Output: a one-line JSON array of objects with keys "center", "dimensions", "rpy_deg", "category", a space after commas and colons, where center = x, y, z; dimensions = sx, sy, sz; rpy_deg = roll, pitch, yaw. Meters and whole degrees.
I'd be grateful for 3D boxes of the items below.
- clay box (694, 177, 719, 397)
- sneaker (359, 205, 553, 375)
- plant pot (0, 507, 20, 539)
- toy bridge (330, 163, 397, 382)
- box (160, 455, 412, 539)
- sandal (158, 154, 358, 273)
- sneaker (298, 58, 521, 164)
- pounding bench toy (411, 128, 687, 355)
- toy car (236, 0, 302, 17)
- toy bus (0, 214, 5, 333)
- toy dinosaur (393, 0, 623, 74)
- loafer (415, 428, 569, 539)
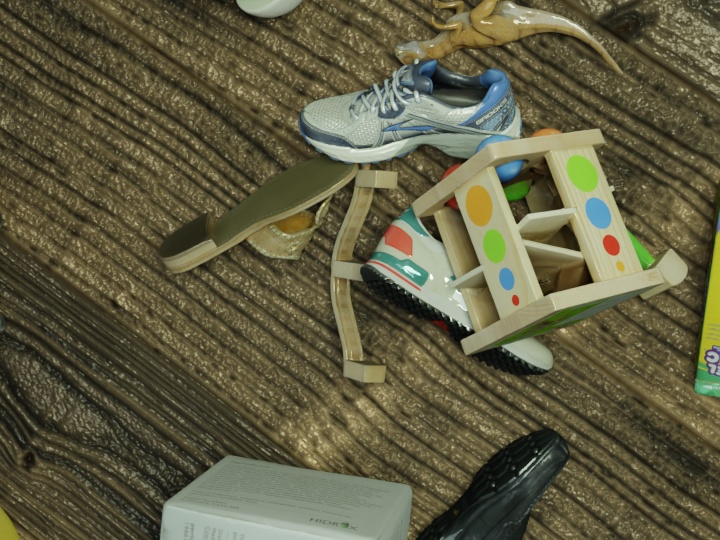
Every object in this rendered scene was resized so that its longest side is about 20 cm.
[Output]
[{"center": [0.350, 0.027, 0.901], "dimensions": [0.115, 0.048, 0.201], "rpy_deg": [6, 108, 14], "category": "clay box"}, {"center": [0.102, 0.016, 0.956], "dimensions": [0.200, 0.070, 0.094], "rpy_deg": [31, 74, -10], "category": "sneaker"}, {"center": [-0.469, 0.328, 1.067], "dimensions": [0.200, 0.189, 0.201], "rpy_deg": [1, 96, 12], "category": "plant pot"}, {"center": [0.000, 0.000, 0.992], "dimensions": [0.067, 0.027, 0.201], "rpy_deg": [8, 96, 52], "category": "toy bridge"}, {"center": [-0.070, 0.296, 0.979], "dimensions": [0.199, 0.171, 0.200], "rpy_deg": [8, 97, 13], "category": "box"}, {"center": [-0.084, -0.037, 1.013], "dimensions": [0.211, 0.078, 0.070], "rpy_deg": [-24, 123, 12], "category": "sandal"}, {"center": [0.042, -0.150, 0.943], "dimensions": [0.199, 0.085, 0.077], "rpy_deg": [-2, 54, 7], "category": "sneaker"}, {"center": [0.171, -0.038, 0.907], "dimensions": [0.124, 0.200, 0.156], "rpy_deg": [-36, 70, 55], "category": "pounding bench toy"}, {"center": [-0.101, -0.341, 0.946], "dimensions": [0.200, 0.175, 0.150], "rpy_deg": [-47, 50, 13], "category": "toy car"}, {"center": [-0.414, -0.011, 1.084], "dimensions": [0.078, 0.065, 0.201], "rpy_deg": [2, 96, 13], "category": "toy bus"}, {"center": [0.129, -0.224, 0.950], "dimensions": [0.199, 0.060, 0.106], "rpy_deg": [-3, 119, 19], "category": "toy dinosaur"}, {"center": [0.124, 0.229, 0.986], "dimensions": [0.070, 0.068, 0.201], "rpy_deg": [39, 101, -13], "category": "loafer"}]
